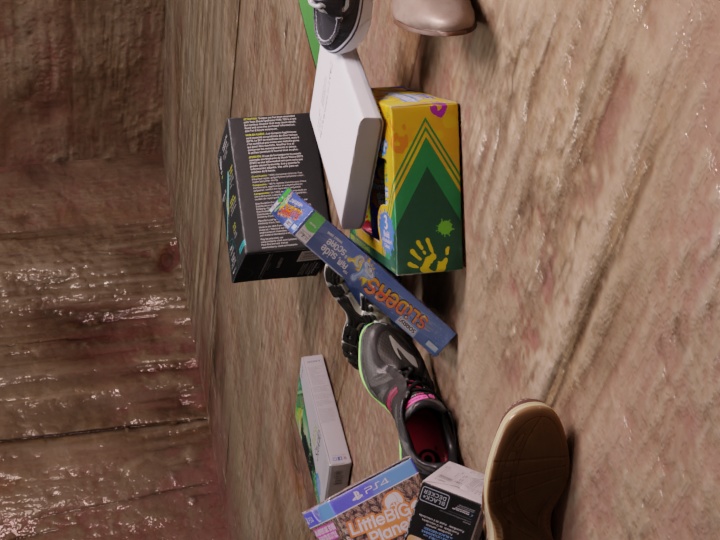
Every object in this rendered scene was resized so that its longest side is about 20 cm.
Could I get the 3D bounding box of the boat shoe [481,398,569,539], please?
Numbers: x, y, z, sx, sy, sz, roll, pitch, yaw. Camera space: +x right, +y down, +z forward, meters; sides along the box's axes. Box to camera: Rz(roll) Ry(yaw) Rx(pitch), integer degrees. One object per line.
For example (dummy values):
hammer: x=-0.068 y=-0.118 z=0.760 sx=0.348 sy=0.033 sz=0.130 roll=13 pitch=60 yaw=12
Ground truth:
boat shoe: x=0.130 y=0.181 z=1.286 sx=0.072 sy=0.072 sz=0.200 roll=-115 pitch=17 yaw=-53

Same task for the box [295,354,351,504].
box: x=-0.056 y=0.243 z=2.213 sx=0.144 sy=0.036 sz=0.200 roll=98 pitch=162 yaw=-46

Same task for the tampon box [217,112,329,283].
tampon box: x=-0.124 y=-0.102 z=2.152 sx=0.150 sy=0.126 sz=0.200 roll=125 pitch=138 yaw=-70

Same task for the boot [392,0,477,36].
boot: x=0.061 y=-0.298 z=1.380 sx=0.200 sy=0.070 sz=0.147 roll=-129 pitch=37 yaw=-67

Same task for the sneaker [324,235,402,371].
sneaker: x=0.020 y=0.038 z=1.724 sx=0.089 sy=0.078 sz=0.200 roll=-58 pitch=-34 yaw=-44

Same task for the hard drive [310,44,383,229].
hard drive: x=-0.017 y=-0.154 z=1.554 sx=0.200 sy=0.027 sz=0.132 roll=-106 pitch=21 yaw=-50

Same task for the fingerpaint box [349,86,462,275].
fingerpaint box: x=0.039 y=-0.097 z=1.550 sx=0.200 sy=0.073 sz=0.167 roll=-140 pitch=46 yaw=-72

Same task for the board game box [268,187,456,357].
board game box: x=0.000 y=0.000 z=1.565 sx=0.200 sy=0.034 sz=0.135 roll=41 pitch=180 yaw=-18

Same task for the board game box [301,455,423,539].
board game box: x=0.038 y=0.307 z=1.549 sx=0.200 sy=0.097 sz=0.159 roll=63 pitch=164 yaw=7

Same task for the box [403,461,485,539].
box: x=0.065 y=0.284 z=1.384 sx=0.117 sy=0.060 sz=0.200 roll=-5 pitch=-66 yaw=-74

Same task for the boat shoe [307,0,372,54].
boat shoe: x=-0.025 y=-0.276 z=1.445 sx=0.072 sy=0.068 sz=0.200 roll=53 pitch=150 yaw=20

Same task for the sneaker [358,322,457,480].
sneaker: x=0.059 y=0.137 z=1.587 sx=0.200 sy=0.077 sz=0.084 roll=66 pitch=155 yaw=21

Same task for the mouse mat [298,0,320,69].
mouse mat: x=-0.066 y=-0.382 z=2.043 sx=0.161 sy=0.008 sz=0.200 roll=102 pitch=159 yaw=-53
